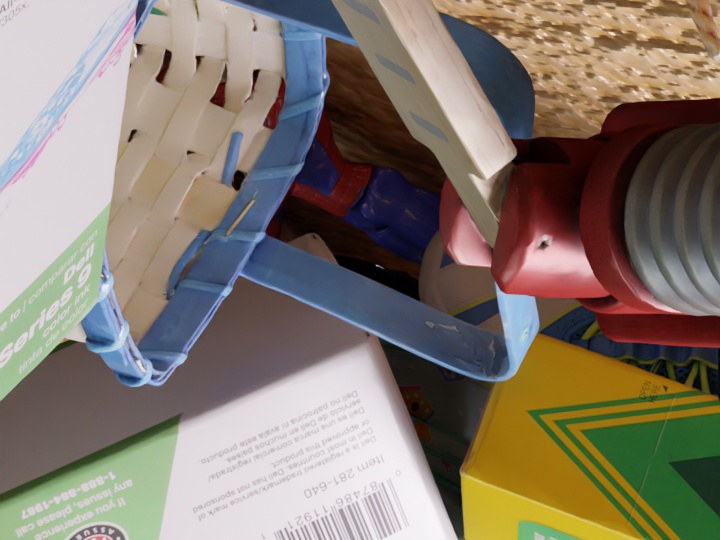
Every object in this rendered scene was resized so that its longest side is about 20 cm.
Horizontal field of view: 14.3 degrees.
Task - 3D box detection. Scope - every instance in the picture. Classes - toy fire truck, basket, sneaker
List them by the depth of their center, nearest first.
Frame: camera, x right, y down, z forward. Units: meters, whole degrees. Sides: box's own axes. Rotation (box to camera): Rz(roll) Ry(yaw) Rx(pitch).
[{"bbox_3d":[0.083,-0.028,0.669,0.199,0.130,0.176,1,-179,-32],"label":"toy fire truck"},{"bbox_3d":[-0.042,-0.046,0.827,0.199,0.139,0.177,26,155,15],"label":"basket"},{"bbox_3d":[0.122,0.026,1.000,0.199,0.076,0.105,27,152,-20],"label":"sneaker"}]

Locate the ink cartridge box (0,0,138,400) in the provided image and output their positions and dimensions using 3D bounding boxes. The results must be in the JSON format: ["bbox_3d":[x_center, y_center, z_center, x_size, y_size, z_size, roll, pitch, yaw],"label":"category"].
[{"bbox_3d":[-0.133,-0.067,0.695,0.145,0.088,0.200,33,144,16],"label":"ink cartridge box"}]

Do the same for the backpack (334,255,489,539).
[{"bbox_3d":[0.002,0.083,1.124,0.200,0.167,0.127,30,-155,-37],"label":"backpack"}]

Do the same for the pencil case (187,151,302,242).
[{"bbox_3d":[-0.058,0.001,1.177,0.082,0.087,0.200,-17,147,24],"label":"pencil case"}]

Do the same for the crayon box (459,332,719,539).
[{"bbox_3d":[0.122,0.097,0.960,0.172,0.059,0.200,21,164,9],"label":"crayon box"}]

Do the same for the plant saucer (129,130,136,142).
[{"bbox_3d":[-0.173,-0.031,1.053,0.199,0.200,0.031,22,129,15],"label":"plant saucer"}]

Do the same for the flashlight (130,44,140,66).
[{"bbox_3d":[-0.134,-0.114,0.918,0.068,0.068,0.200,58,-175,34],"label":"flashlight"}]

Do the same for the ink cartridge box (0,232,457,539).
[{"bbox_3d":[-0.038,0.112,0.989,0.084,0.144,0.201,-120,7,-60],"label":"ink cartridge box"}]

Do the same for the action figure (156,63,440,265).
[{"bbox_3d":[0.000,0.000,1.042,0.199,0.099,0.065,32,164,-17],"label":"action figure"}]

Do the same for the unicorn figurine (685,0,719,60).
[{"bbox_3d":[-0.008,-0.138,0.607,0.200,0.074,0.137,33,-178,41],"label":"unicorn figurine"}]
